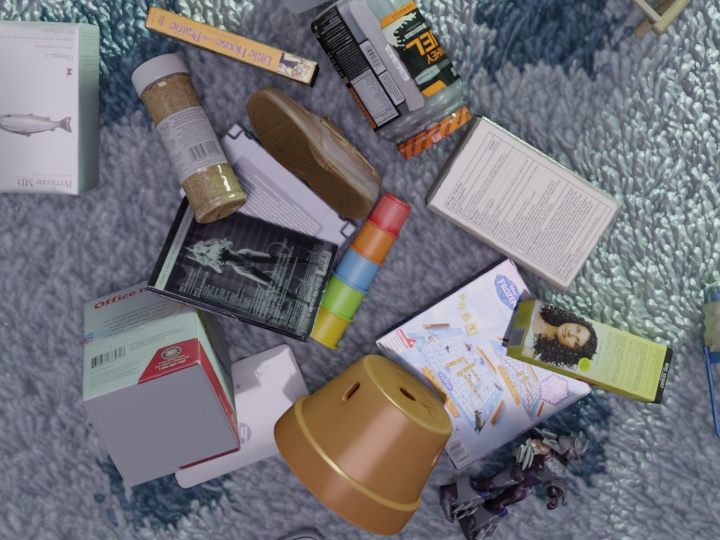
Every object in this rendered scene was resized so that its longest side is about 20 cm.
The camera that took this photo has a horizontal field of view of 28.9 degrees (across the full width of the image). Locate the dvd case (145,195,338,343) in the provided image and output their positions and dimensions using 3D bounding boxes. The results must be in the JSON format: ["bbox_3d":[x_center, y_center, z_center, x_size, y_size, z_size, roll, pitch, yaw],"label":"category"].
[{"bbox_3d":[-0.138,-0.003,1.660,0.199,0.149,0.016,18,140,-2],"label":"dvd case"}]

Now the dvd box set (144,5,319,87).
[{"bbox_3d":[-0.147,-0.261,1.643,0.199,0.146,0.030,19,96,-1],"label":"dvd box set"}]

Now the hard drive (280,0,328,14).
[{"bbox_3d":[-0.006,-0.362,1.635,0.199,0.135,0.042,-26,108,4],"label":"hard drive"}]

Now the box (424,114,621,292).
[{"bbox_3d":[0.192,-0.083,1.683,0.200,0.109,0.128,32,97,-4],"label":"box"}]

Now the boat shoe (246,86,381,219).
[{"bbox_3d":[-0.053,-0.151,1.698,0.200,0.069,0.074,46,136,-13],"label":"boat shoe"}]

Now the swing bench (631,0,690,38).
[{"bbox_3d":[0.337,-0.411,1.625,0.199,0.130,0.200,43,96,-5],"label":"swing bench"}]

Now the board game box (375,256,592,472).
[{"bbox_3d":[0.153,0.116,1.746,0.199,0.041,0.200,-31,97,5],"label":"board game box"}]

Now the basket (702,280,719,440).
[{"bbox_3d":[0.497,0.100,1.691,0.176,0.139,0.201,-14,88,2],"label":"basket"}]

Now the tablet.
[{"bbox_3d":[-0.160,0.186,1.774,0.199,0.014,0.131,-21,98,4],"label":"tablet"}]

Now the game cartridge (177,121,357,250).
[{"bbox_3d":[-0.121,-0.069,1.726,0.200,0.042,0.133,41,101,-5],"label":"game cartridge"}]

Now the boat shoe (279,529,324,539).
[{"bbox_3d":[-0.121,0.412,1.776,0.200,0.071,0.072,-43,96,5],"label":"boat shoe"}]

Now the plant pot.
[{"bbox_3d":[0.015,0.195,1.671,0.200,0.200,0.140,38,104,-5],"label":"plant pot"}]

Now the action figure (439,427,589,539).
[{"bbox_3d":[0.201,0.264,1.744,0.200,0.069,0.130,-33,128,15],"label":"action figure"}]

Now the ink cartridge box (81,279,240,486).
[{"bbox_3d":[-0.237,0.122,1.655,0.145,0.200,0.145,-19,125,3],"label":"ink cartridge box"}]

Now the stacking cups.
[{"bbox_3d":[0.000,0.000,1.728,0.060,0.061,0.200,33,94,-4],"label":"stacking cups"}]

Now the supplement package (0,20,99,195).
[{"bbox_3d":[-0.379,-0.195,1.669,0.116,0.117,0.201,2,99,0],"label":"supplement package"}]

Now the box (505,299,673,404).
[{"bbox_3d":[0.281,0.101,1.706,0.199,0.050,0.076,18,79,-18],"label":"box"}]

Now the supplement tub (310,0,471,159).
[{"bbox_3d":[0.040,-0.241,1.656,0.122,0.123,0.200,-32,97,5],"label":"supplement tub"}]

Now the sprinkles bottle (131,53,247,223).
[{"bbox_3d":[-0.205,-0.158,1.671,0.068,0.068,0.201,-26,80,4],"label":"sprinkles bottle"}]
